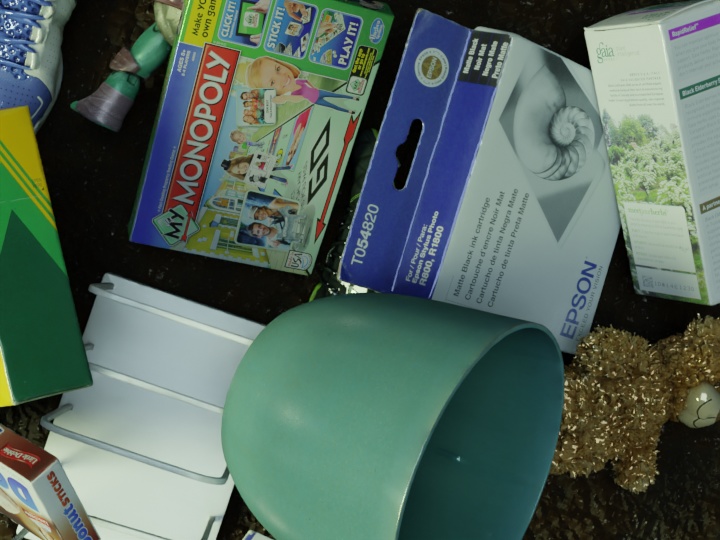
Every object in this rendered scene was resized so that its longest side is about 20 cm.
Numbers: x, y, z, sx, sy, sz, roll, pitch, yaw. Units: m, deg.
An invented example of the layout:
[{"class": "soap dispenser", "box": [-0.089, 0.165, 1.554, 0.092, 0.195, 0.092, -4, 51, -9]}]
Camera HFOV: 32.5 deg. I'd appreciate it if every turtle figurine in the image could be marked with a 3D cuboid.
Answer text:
[{"class": "turtle figurine", "box": [-0.116, -0.183, 0.862, 0.150, 0.101, 0.200, 25, 95, -4]}]

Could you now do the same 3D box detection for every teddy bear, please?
[{"class": "teddy bear", "box": [0.180, 0.100, 0.878, 0.200, 0.067, 0.145, 0, 110, -16]}]

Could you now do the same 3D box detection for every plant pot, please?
[{"class": "plant pot", "box": [0.010, 0.104, 0.779, 0.161, 0.200, 0.201, 19, 89, 30]}]

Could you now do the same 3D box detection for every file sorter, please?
[{"class": "file sorter", "box": [-0.149, 0.119, 0.846, 0.139, 0.125, 0.200, 19, 90, -3]}]

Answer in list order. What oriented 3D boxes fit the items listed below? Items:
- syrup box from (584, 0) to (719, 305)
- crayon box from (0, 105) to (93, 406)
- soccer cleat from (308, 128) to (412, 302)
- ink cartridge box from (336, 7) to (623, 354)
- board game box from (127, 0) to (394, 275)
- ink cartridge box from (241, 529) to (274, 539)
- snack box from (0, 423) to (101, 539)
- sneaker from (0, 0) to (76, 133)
[{"class": "syrup box", "box": [0.227, -0.084, 0.860, 0.081, 0.079, 0.200, -20, 105, -26]}, {"class": "crayon box", "box": [-0.254, 0.000, 0.802, 0.058, 0.200, 0.173, -13, 92, -36]}, {"class": "soccer cleat", "box": [0.000, 0.000, 0.885, 0.081, 0.068, 0.200, -6, 94, -2]}, {"class": "ink cartridge box", "box": [0.101, -0.058, 0.863, 0.200, 0.041, 0.200, 16, 90, -29]}, {"class": "board game box", "box": [-0.071, -0.100, 0.843, 0.134, 0.029, 0.200, 10, 116, -17]}, {"class": "ink cartridge box", "box": [-0.022, 0.241, 0.857, 0.200, 0.039, 0.100, 31, 105, -25]}, {"class": "snack box", "box": [-0.241, 0.114, 0.771, 0.024, 0.200, 0.072, -42, 133, -31]}, {"class": "sneaker", "box": [-0.231, -0.195, 0.841, 0.080, 0.115, 0.200, 21, 89, -3]}]
